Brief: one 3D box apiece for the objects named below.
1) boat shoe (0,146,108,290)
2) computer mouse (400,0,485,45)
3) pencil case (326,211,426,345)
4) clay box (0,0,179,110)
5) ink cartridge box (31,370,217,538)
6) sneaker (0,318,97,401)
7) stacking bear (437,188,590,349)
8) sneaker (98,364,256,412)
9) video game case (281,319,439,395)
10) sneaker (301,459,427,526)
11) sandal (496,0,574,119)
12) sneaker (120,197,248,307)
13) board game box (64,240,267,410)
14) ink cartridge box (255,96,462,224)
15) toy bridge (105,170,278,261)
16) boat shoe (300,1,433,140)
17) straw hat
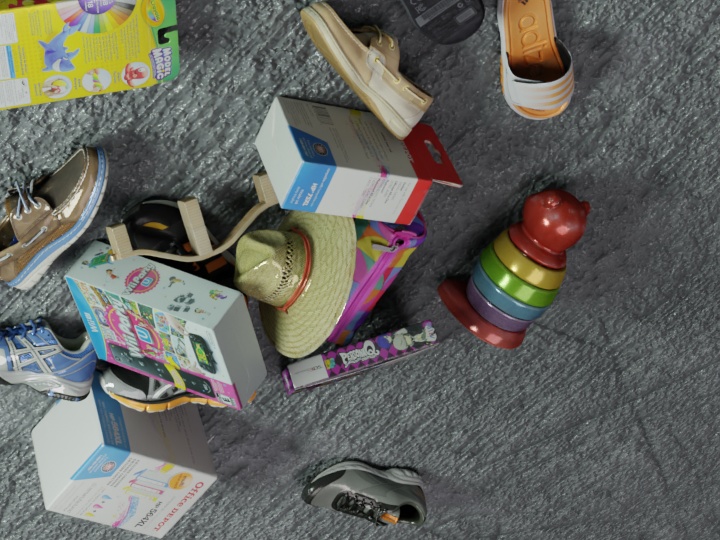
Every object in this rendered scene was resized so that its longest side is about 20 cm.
[{"bbox_3d":[-0.335,-0.057,1.544,0.072,0.072,0.200,20,122,-36],"label":"boat shoe"},{"bbox_3d":[0.074,-0.326,1.477,0.140,0.046,0.200,-37,125,21],"label":"computer mouse"},{"bbox_3d":[0.000,0.000,1.743,0.088,0.089,0.200,11,129,-32],"label":"pencil case"},{"bbox_3d":[-0.276,-0.224,1.420,0.199,0.048,0.115,-11,136,-15],"label":"clay box"},{"bbox_3d":[-0.280,0.230,1.819,0.199,0.126,0.129,23,121,-38],"label":"ink cartridge box"},{"bbox_3d":[-0.390,0.087,1.680,0.199,0.076,0.077,16,103,-36],"label":"sneaker"},{"bbox_3d":[0.203,-0.014,1.806,0.121,0.114,0.201,13,122,-33],"label":"stacking bear"},{"bbox_3d":[-0.217,0.119,1.782,0.199,0.078,0.078,-2,121,-27],"label":"sneaker"},{"bbox_3d":[-0.005,0.108,1.804,0.180,0.036,0.200,-18,175,-6],"label":"video game case"},{"bbox_3d":[0.011,0.318,2.073,0.199,0.080,0.074,8,131,-29],"label":"sneaker"},{"bbox_3d":[0.191,-0.228,1.613,0.079,0.059,0.207,-23,138,0],"label":"sandal"},{"bbox_3d":[-0.186,-0.003,1.651,0.070,0.090,0.200,-34,137,12],"label":"sneaker"},{"bbox_3d":[-0.213,0.061,1.636,0.064,0.199,0.148,-54,150,-32],"label":"board game box"},{"bbox_3d":[-0.001,-0.115,1.600,0.199,0.117,0.067,7,129,-29],"label":"ink cartridge box"},{"bbox_3d":[-0.179,-0.046,1.605,0.199,0.027,0.068,-22,104,-22],"label":"toy bridge"},{"bbox_3d":[0.011,-0.221,1.541,0.069,0.074,0.200,-42,136,1],"label":"boat shoe"},{"bbox_3d":[-0.094,-0.004,1.615,0.085,0.202,0.201,15,126,-32],"label":"straw hat"}]
